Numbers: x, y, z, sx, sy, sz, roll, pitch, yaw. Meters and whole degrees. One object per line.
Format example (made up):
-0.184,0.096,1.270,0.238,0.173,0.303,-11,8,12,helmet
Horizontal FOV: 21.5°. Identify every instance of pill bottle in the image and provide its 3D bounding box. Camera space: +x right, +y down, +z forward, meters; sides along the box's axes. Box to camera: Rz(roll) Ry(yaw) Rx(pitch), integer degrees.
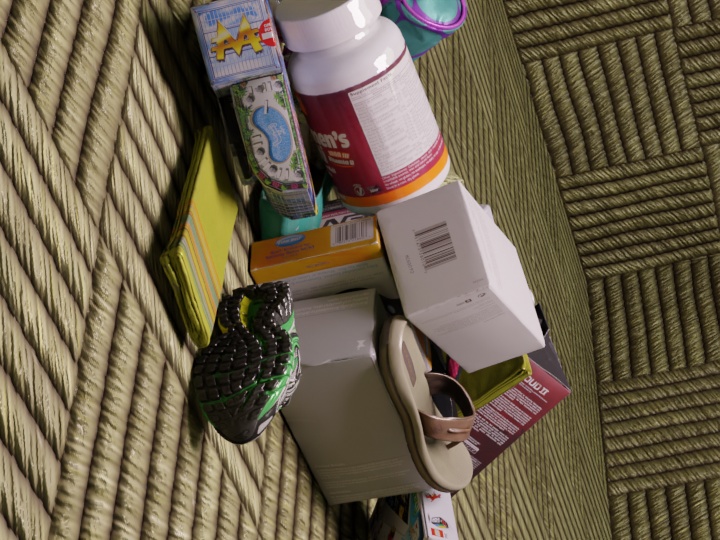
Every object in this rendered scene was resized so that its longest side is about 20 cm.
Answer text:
0.000,-0.159,1.696,0.110,0.109,0.201,-82,152,-58,pill bottle

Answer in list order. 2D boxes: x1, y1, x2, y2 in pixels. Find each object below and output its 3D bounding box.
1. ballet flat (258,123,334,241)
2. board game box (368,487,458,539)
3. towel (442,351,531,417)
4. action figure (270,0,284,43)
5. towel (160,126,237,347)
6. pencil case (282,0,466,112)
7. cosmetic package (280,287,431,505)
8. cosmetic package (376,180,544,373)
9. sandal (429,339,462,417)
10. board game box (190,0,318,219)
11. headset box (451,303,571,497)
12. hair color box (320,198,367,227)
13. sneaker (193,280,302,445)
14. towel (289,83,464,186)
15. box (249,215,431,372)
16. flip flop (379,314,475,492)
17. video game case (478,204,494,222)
-0.055,-0.093,1.741,0.200,0.067,0.071,-82,176,-53,ballet flat
0.047,0.247,1.775,0.200,0.034,0.127,-97,-155,-63,board game box
0.081,0.116,1.890,0.018,0.200,0.086,28,37,-44,towel
-0.083,-0.270,1.790,0.149,0.133,0.201,105,-12,-47,action figure
-0.124,-0.030,1.479,0.200,0.018,0.086,-84,163,-58,towel
0.009,-0.222,1.782,0.092,0.200,0.086,6,66,-37,pencil case
-0.008,0.115,1.691,0.090,0.106,0.201,-85,161,-46,cosmetic package
0.093,0.010,1.694,0.200,0.084,0.108,45,26,-64,cosmetic package
0.085,0.083,1.823,0.075,0.045,0.201,-35,113,-78,sandal
-0.090,-0.149,1.560,0.200,0.061,0.201,69,8,-82,board game box
0.122,0.115,1.947,0.077,0.200,0.149,36,21,-26,headset box
0.000,0.000,1.845,0.200,0.099,0.061,-83,159,-57,hair color box
-0.075,0.083,1.479,0.200,0.078,0.086,-75,151,-65,sneaker
0.014,-0.126,1.912,0.200,0.037,0.148,35,10,9,towel
-0.012,0.042,1.708,0.200,0.118,0.042,66,16,-45,box
0.068,0.118,1.653,0.081,0.057,0.201,-83,157,-51,flip flop
0.083,0.015,2.046,0.022,0.182,0.201,-47,129,-42,video game case
